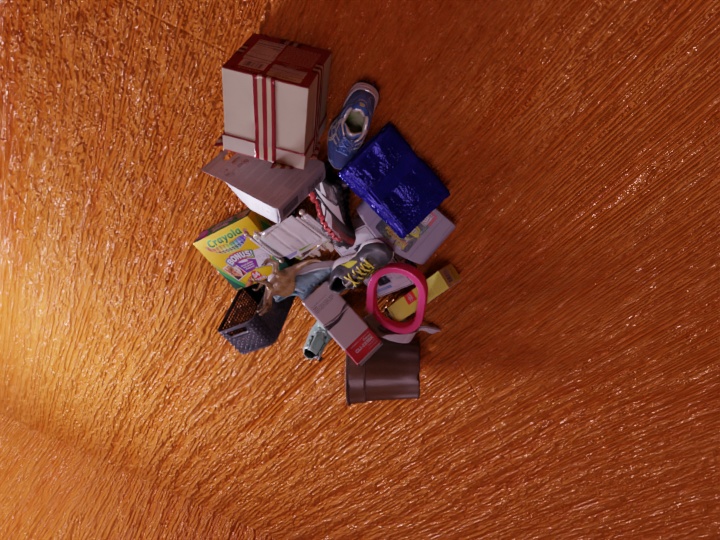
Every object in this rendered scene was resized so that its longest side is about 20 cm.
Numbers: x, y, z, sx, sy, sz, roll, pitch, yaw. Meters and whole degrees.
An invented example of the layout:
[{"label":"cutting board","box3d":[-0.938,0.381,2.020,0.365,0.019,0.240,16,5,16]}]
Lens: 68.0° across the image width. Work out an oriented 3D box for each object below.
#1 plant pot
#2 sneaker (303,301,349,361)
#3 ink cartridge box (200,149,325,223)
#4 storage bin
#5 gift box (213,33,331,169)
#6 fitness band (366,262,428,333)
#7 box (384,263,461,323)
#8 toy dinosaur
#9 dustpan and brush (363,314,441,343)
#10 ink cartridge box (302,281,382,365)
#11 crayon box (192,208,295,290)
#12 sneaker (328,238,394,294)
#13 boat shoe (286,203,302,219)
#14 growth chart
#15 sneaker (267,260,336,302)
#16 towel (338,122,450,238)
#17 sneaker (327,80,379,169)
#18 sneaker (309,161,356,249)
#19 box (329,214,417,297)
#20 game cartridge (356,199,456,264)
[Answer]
[{"label":"plant pot","box3d":[0.065,0.270,1.456,0.195,0.202,0.202,1,133,5]},{"label":"sneaker","box3d":[-0.091,0.167,1.447,0.073,0.119,0.201,29,132,-9]},{"label":"ink cartridge box","box3d":[-0.195,-0.195,1.082,0.198,0.160,0.048,27,146,19]},{"label":"storage bin","box3d":[-0.262,0.102,1.379,0.134,0.201,0.094,-20,124,31]},{"label":"gift box","box3d":[-0.164,-0.298,0.990,0.182,0.201,0.188,17,136,7]},{"label":"fitness band","box3d":[0.085,0.066,1.255,0.142,0.038,0.202,14,129,14]},{"label":"box","box3d":[0.149,0.060,1.300,0.200,0.075,0.050,-39,81,40]},{"label":"toy dinosaur","box3d":[-0.190,0.013,1.274,0.200,0.058,0.101,-45,107,8]},{"label":"dustpan and brush","box3d":[0.120,0.151,1.391,0.198,0.140,0.058,20,99,-23]},{"label":"ink cartridge box","box3d":[-0.041,0.133,1.320,0.200,0.084,0.144,46,175,10]},{"label":"crayon box","box3d":[-0.290,-0.052,1.344,0.198,0.059,0.173,-21,123,30]},{"label":"sneaker","box3d":[0.000,0.000,1.194,0.074,0.085,0.199,38,140,-19]},{"label":"boat shoe","box3d":[-0.163,-0.163,1.199,0.066,0.075,0.200,-30,138,-5]},{"label":"growth chart","box3d":[-0.152,-0.071,1.222,0.198,0.018,0.145,-18,135,32]},{"label":"sneaker","box3d":[-0.127,0.034,1.328,0.197,0.083,0.074,-14,164,3]},{"label":"towel","box3d":[0.071,-0.176,1.084,0.148,0.050,0.200,-43,108,11]},{"label":"sneaker","box3d":[-0.026,-0.272,1.049,0.075,0.078,0.201,20,140,-5]},{"label":"sneaker","box3d":[-0.054,-0.145,1.151,0.097,0.071,0.202,-26,96,24]},{"label":"box","box3d":[0.032,-0.036,1.263,0.116,0.061,0.200,-21,123,32]},{"label":"game cartridge","box3d":[0.095,-0.107,1.159,0.199,0.041,0.133,36,107,-17]}]
